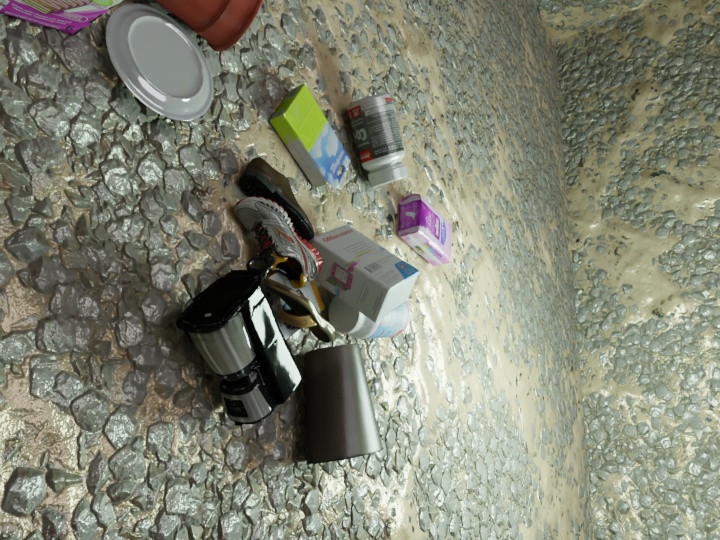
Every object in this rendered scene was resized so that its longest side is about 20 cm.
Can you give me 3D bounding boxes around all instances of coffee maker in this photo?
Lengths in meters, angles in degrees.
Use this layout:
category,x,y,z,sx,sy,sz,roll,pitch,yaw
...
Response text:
category,x,y,z,sx,sy,sz,roll,pitch,yaw
coffee maker,-0.172,0.114,0.996,0.190,0.133,0.204,-35,124,-25

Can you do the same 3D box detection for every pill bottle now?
category,x,y,z,sx,sy,sz,roll,pitch,yaw
pill bottle,0.044,-0.314,1.494,0.113,0.112,0.206,-26,102,-55
pill bottle,0.020,0.093,1.343,0.198,0.107,0.112,5,76,-55

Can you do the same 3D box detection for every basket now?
category,x,y,z,sx,sy,sz,roll,pitch,yaw
basket,-0.041,0.254,1.189,0.179,0.133,0.206,10,68,-55

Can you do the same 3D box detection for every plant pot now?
category,x,y,z,sx,sy,sz,roll,pitch,yaw
plant pot,-0.280,-0.504,1.011,0.193,0.198,0.207,18,65,-43

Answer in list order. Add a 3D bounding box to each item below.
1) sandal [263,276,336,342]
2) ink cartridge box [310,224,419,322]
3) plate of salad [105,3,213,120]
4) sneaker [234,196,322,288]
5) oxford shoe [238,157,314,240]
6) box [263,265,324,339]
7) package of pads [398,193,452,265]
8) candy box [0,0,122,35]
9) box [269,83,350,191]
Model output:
category,x,y,z,sx,sy,sz,roll,pitch,yaw
sandal,-0.114,0.083,1.121,0.055,0.079,0.201,-56,133,-20
ink cartridge box,0.000,0.000,1.262,0.144,0.198,0.086,-25,144,-55
plate of salad,-0.327,-0.335,1.003,0.198,0.047,0.205,29,50,-41
sneaker,-0.152,-0.052,1.119,0.200,0.077,0.083,45,39,-12
oxford shoe,-0.148,-0.140,1.194,0.201,0.071,0.086,53,37,-35
box,-0.151,0.062,1.159,0.199,0.041,0.122,-36,111,-52
package of pads,0.180,-0.109,1.672,0.199,0.074,0.124,35,50,-46
candy box,-0.383,-0.388,0.797,0.135,0.196,0.063,-5,83,-55
box,-0.103,-0.279,1.321,0.202,0.047,0.124,56,41,-31
